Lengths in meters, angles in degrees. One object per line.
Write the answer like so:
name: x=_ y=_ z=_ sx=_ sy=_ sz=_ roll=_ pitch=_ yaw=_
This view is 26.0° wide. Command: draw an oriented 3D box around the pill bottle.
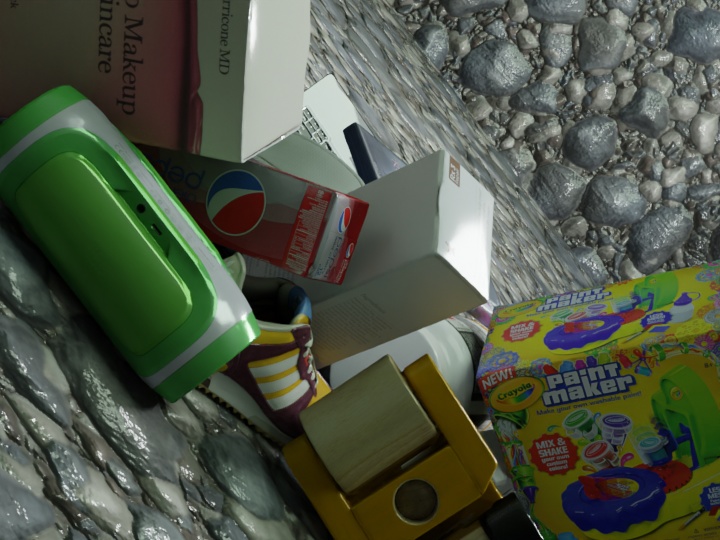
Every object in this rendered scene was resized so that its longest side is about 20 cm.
pill bottle: x=0.051 y=0.091 z=1.325 sx=0.117 sy=0.116 sz=0.200 roll=56 pitch=13 yaw=15

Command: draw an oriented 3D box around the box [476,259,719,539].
box: x=0.222 y=0.119 z=1.286 sx=0.122 sy=0.199 sz=0.193 roll=-65 pitch=139 yaw=-60

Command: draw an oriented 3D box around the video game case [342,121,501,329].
video game case: x=0.061 y=-0.035 z=1.396 sx=0.200 sy=0.019 sz=0.143 roll=36 pitch=28 yaw=-51

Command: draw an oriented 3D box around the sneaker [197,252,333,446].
sneaker: x=-0.056 y=0.060 z=1.104 sx=0.200 sy=0.090 sz=0.075 roll=36 pitch=21 yaw=-47

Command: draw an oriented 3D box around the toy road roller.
toy road roller: x=0.042 y=0.161 z=1.128 sx=0.201 sy=0.123 sz=0.146 roll=57 pitch=1 yaw=-2

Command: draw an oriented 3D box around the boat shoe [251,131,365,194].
boat shoe: x=-0.093 y=-0.081 z=1.205 sx=0.199 sy=0.060 sz=0.076 roll=26 pitch=31 yaw=-6

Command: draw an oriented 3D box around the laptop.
laptop: x=0.002 y=-0.074 z=1.349 sx=0.188 sy=0.116 sz=0.200 roll=56 pitch=47 yaw=-8

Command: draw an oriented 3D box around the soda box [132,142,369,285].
soda box: x=-0.099 y=-0.053 z=1.097 sx=0.199 sy=0.064 sz=0.070 roll=21 pitch=3 yaw=20

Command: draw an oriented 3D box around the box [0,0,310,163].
box: x=-0.144 y=-0.160 z=1.043 sx=0.199 sy=0.129 sz=0.109 roll=12 pitch=22 yaw=17

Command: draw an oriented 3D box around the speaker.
speaker: x=-0.152 y=-0.017 z=0.989 sx=0.200 sy=0.088 sz=0.088 roll=53 pitch=14 yaw=-1

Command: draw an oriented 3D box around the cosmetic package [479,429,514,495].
cosmetic package: x=0.098 y=0.177 z=1.339 sx=0.051 sy=0.082 sz=0.200 roll=55 pitch=14 yaw=14

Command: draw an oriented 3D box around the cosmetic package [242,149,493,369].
cosmetic package: x=0.000 y=0.000 z=1.159 sx=0.074 sy=0.199 sz=0.102 roll=40 pitch=42 yaw=-37

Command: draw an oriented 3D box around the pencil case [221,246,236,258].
pencil case: x=-0.118 y=-0.087 z=1.280 sx=0.200 sy=0.085 sz=0.092 roll=54 pitch=-30 yaw=3
